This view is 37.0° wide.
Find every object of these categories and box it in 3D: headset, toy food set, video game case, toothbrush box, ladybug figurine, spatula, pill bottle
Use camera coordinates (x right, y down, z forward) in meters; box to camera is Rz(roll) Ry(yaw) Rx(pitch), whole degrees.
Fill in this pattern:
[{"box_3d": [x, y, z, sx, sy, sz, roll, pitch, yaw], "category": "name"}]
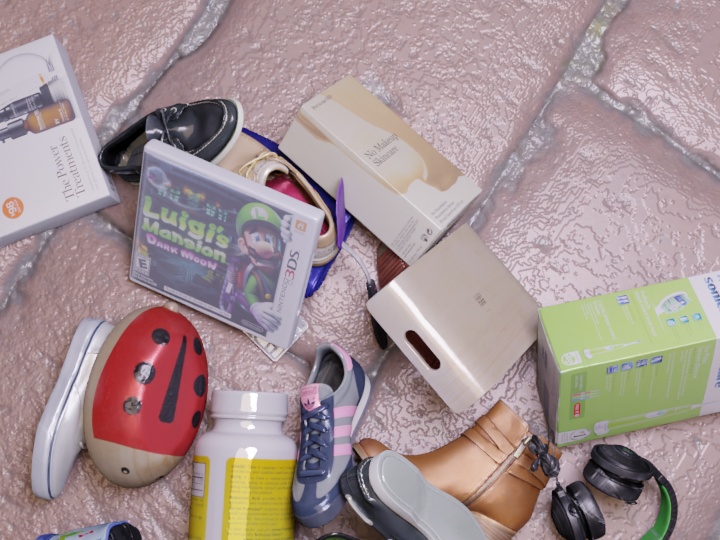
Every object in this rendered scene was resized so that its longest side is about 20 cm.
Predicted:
[{"box_3d": [0.247, 0.236, 1.111, 0.200, 0.094, 0.124, 41, 96, -17], "category": "headset"}, {"box_3d": [0.106, 0.045, 1.124, 0.144, 0.200, 0.060, 50, 129, 3], "category": "toy food set"}, {"box_3d": [-0.147, -0.024, 1.137, 0.199, 0.182, 0.023, 23, 38, 10], "category": "video game case"}, {"box_3d": [0.289, 0.093, 1.114, 0.199, 0.146, 0.086, -11, 50, 0], "category": "toothbrush box"}, {"box_3d": [-0.217, 0.131, 1.134, 0.135, 0.072, 0.201, 15, 79, -38], "category": "ladybug figurine"}, {"box_3d": [0.000, 0.000, 1.152, 0.020, 0.057, 0.201, -14, 115, 13], "category": "spatula"}, {"box_3d": [-0.121, 0.227, 1.125, 0.111, 0.111, 0.201, 3, 83, 1], "category": "pill bottle"}]

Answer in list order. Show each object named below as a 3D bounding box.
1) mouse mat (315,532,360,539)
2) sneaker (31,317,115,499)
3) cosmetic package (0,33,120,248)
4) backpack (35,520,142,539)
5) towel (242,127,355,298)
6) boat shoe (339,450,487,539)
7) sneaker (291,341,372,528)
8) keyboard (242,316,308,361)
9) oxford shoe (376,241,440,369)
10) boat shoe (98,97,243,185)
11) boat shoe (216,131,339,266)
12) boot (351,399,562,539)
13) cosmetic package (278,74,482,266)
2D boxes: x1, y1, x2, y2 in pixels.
[{"box_3d": [-0.045, 0.316, 1.066, 0.200, 0.161, 0.008, -32, 45, 28], "category": "mouse mat"}, {"box_3d": [-0.295, 0.152, 1.157, 0.071, 0.073, 0.201, 15, 82, 6], "category": "sneaker"}, {"box_3d": [-0.377, -0.144, 1.212, 0.150, 0.052, 0.201, -22, 82, 0], "category": "cosmetic package"}, {"box_3d": [-0.277, 0.358, 1.073, 0.146, 0.183, 0.201, -9, 77, -2], "category": "backpack"}, {"box_3d": [-0.109, -0.070, 1.198, 0.199, 0.050, 0.148, 27, 68, 5], "category": "towel"}, {"box_3d": [0.060, 0.253, 1.078, 0.060, 0.076, 0.200, -25, 115, 36], "category": "boat shoe"}, {"box_3d": [-0.044, 0.163, 1.105, 0.070, 0.082, 0.200, -14, 41, 24], "category": "sneaker"}, {"box_3d": [-0.147, 0.014, 1.206, 0.200, 0.011, 0.056, 44, 84, 6], "category": "keyboard"}, {"box_3d": [0.084, 0.047, 1.183, 0.074, 0.071, 0.201, -18, 76, -33], "category": "oxford shoe"}, {"box_3d": [-0.208, -0.141, 1.144, 0.199, 0.066, 0.075, -10, 74, 42], "category": "boat shoe"}, {"box_3d": [-0.095, -0.093, 1.144, 0.200, 0.069, 0.074, 42, 71, 10], "category": "boat shoe"}, {"box_3d": [0.104, 0.199, 1.149, 0.200, 0.074, 0.155, 38, 85, -7], "category": "boot"}, {"box_3d": [0.022, -0.110, 1.170, 0.200, 0.071, 0.105, 41, 44, 5], "category": "cosmetic package"}]
